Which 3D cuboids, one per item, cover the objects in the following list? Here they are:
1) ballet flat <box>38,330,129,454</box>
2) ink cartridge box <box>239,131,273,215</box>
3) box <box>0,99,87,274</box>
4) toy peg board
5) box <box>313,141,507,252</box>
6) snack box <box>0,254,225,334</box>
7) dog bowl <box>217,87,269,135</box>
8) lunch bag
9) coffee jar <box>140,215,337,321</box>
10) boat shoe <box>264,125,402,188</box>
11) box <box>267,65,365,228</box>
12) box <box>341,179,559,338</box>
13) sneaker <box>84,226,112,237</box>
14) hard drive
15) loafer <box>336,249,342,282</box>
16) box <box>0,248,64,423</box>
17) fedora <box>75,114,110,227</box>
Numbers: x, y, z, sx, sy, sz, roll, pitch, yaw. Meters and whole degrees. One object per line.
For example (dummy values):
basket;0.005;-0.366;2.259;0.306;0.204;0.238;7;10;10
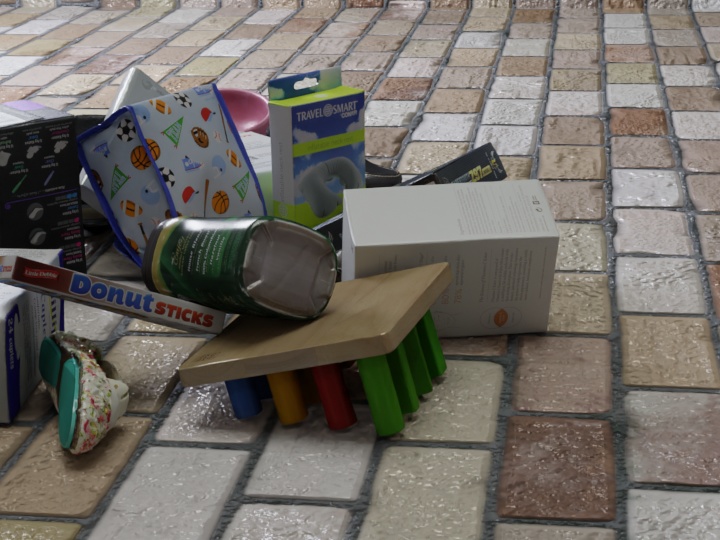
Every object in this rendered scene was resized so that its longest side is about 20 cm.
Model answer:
ballet flat;-0.235;0.101;1.336;0.064;0.076;0.200;9;17;-22
ink cartridge box;-0.139;-0.112;1.946;0.146;0.084;0.200;-14;22;-35
box;-0.373;-0.073;1.656;0.106;0.200;0.122;-15;23;-36
toy peg board;-0.025;0.083;1.376;0.199;0.098;0.200;-11;13;22
box;0.048;-0.072;1.736;0.200;0.051;0.158;-23;4;33
snack box;-0.224;0.023;1.370;0.200;0.024;0.072;17;-8;-27
dog bowl;-0.200;-0.189;2.141;0.200;0.074;0.200;-2;31;1
lunch bag;-0.206;-0.091;1.741;0.124;0.200;0.170;-27;1;38
coffee jar;-0.116;-0.004;1.402;0.104;0.085;0.200;20;-10;-35
boat shoe;-0.037;-0.150;2.056;0.200;0.063;0.073;13;17;2
box;-0.050;-0.133;1.820;0.122;0.200;0.048;-18;25;-41
box;0.085;-0.009;1.522;0.200;0.125;0.098;-3;39;-7
sneaker;-0.337;-0.100;1.952;0.104;0.060;0.200;-7;29;-20
hard drive;-0.254;-0.132;1.828;0.026;0.132;0.200;-27;35;40
loafer;0.000;0.000;1.632;0.200;0.063;0.072;2;19;8
box;-0.385;0.055;1.421;0.184;0.105;0.200;1;19;4
fedora;-0.325;-0.132;1.864;0.200;0.092;0.201;6;32;-4
